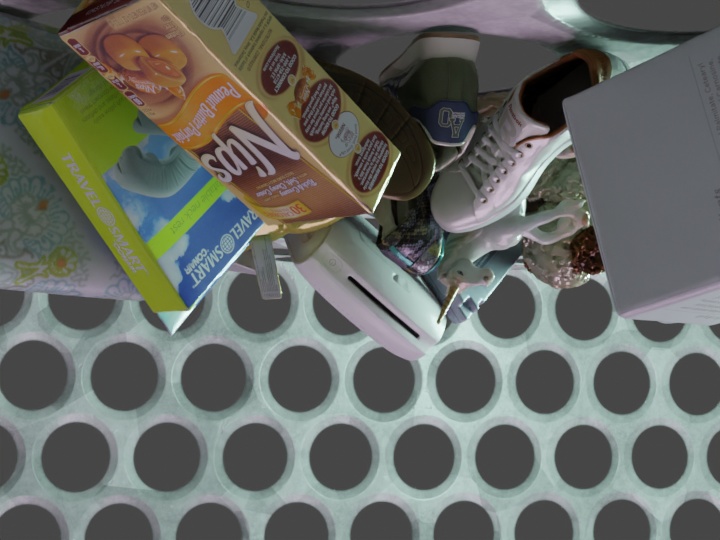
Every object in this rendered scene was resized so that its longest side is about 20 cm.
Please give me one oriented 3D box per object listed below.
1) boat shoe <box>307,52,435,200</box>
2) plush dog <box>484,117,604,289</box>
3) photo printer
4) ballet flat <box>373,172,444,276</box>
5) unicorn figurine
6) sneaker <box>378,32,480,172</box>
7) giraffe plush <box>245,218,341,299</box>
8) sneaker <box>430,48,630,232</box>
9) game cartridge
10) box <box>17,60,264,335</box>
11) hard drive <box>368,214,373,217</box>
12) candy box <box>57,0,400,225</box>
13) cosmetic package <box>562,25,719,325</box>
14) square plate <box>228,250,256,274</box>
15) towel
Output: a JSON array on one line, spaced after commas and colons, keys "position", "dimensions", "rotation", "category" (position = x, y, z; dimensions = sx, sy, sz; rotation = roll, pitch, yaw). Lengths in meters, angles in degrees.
[{"position": [-0.033, -0.124, 0.748], "dimensions": [0.200, 0.072, 0.066], "rotation": [31, -171, -14], "category": "boat shoe"}, {"position": [0.199, -0.068, 0.975], "dimensions": [0.159, 0.173, 0.200], "rotation": [2, 177, -9], "category": "plush dog"}, {"position": [0.000, 0.000, 0.991], "dimensions": [0.166, 0.069, 0.200], "rotation": [41, -173, -21], "category": "photo printer"}, {"position": [0.038, -0.087, 0.913], "dimensions": [0.071, 0.201, 0.072], "rotation": [0, 140, 0], "category": "ballet flat"}, {"position": [0.129, -0.060, 0.883], "dimensions": [0.136, 0.202, 0.074], "rotation": [-5, 178, 11], "category": "unicorn figurine"}, {"position": [0.052, -0.124, 0.823], "dimensions": [0.067, 0.091, 0.200], "rotation": [1, 176, -8], "category": "sneaker"}, {"position": [-0.066, -0.099, 0.888], "dimensions": [0.171, 0.201, 0.162], "rotation": [10, -156, 4], "category": "giraffe plush"}, {"position": [0.117, -0.106, 0.796], "dimensions": [0.200, 0.073, 0.084], "rotation": [-43, 155, 26], "category": "sneaker"}, {"position": [0.106, -0.050, 1.020], "dimensions": [0.041, 0.134, 0.200], "rotation": [-22, -165, 40], "category": "game cartridge"}, {"position": [-0.145, -0.065, 0.739], "dimensions": [0.047, 0.201, 0.122], "rotation": [-3, -143, 39], "category": "box"}, {"position": [0.093, -0.088, 1.194], "dimensions": [0.198, 0.033, 0.139], "rotation": [0, 176, 17], "category": "hard drive"}, {"position": [-0.080, -0.112, 0.647], "dimensions": [0.115, 0.056, 0.200], "rotation": [-2, 142, 48], "category": "candy box"}, {"position": [0.280, -0.068, 0.698], "dimensions": [0.199, 0.168, 0.167], "rotation": [-23, 162, 36], "category": "cosmetic package"}, {"position": [-0.212, -0.047, 0.938], "dimensions": [0.199, 0.029, 0.197], "rotation": [25, 169, -40], "category": "square plate"}, {"position": [-0.218, -0.082, 0.745], "dimensions": [0.170, 0.202, 0.048], "rotation": [7, 167, -43], "category": "towel"}]
